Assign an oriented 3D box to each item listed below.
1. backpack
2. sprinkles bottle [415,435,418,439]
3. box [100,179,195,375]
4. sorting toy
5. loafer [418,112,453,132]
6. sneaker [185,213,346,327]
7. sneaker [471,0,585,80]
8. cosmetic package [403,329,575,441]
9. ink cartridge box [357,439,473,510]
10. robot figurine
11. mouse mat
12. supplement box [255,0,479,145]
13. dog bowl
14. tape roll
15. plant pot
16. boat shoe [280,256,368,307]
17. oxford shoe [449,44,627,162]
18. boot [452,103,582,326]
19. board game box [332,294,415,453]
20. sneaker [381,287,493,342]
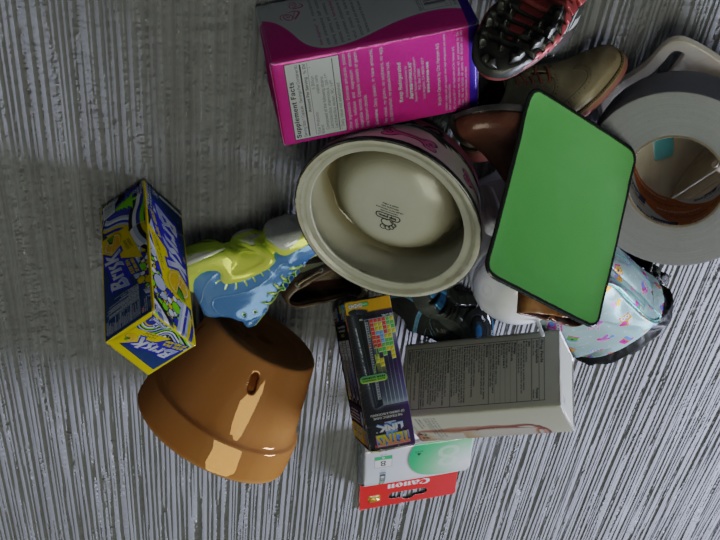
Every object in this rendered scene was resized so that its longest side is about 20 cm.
[{"bbox_3d":[0.283,0.027,1.363,0.166,0.127,0.200,-34,130,22],"label":"backpack"},{"bbox_3d":[0.152,0.171,1.507,0.198,0.069,0.069,-17,136,0],"label":"sprinkles bottle"},{"bbox_3d":[-0.222,0.003,1.140,0.064,0.201,0.070,-30,133,16],"label":"box"},{"bbox_3d":[0.362,-0.171,1.219,0.179,0.107,0.200,35,129,-24],"label":"sorting toy"},{"bbox_3d":[0.035,-0.124,1.195,0.072,0.073,0.201,27,131,-1],"label":"loafer"},{"bbox_3d":[-0.102,0.001,1.247,0.198,0.076,0.106,-12,111,10],"label":"sneaker"},{"bbox_3d":[0.164,-0.232,1.055,0.070,0.201,0.098,31,146,10],"label":"sneaker"},{"bbox_3d":[0.157,0.144,1.355,0.198,0.104,0.087,-6,149,22],"label":"cosmetic package"},{"bbox_3d":[0.077,0.300,1.627,0.159,0.050,0.201,-8,133,-9],"label":"ink cartridge box"},{"bbox_3d":[0.168,-0.022,1.227,0.112,0.201,0.170,-28,135,14],"label":"robot figurine"},{"bbox_3d":[0.202,-0.061,1.094,0.160,0.202,0.008,25,162,-30],"label":"mouse mat"},{"bbox_3d":[0.007,-0.208,1.071,0.198,0.102,0.104,-11,136,-5],"label":"supplement box"},{"bbox_3d":[0.036,-0.071,1.138,0.198,0.074,0.201,12,133,13],"label":"dog bowl"},{"bbox_3d":[0.340,-0.108,1.183,0.198,0.066,0.202,11,123,17],"label":"tape roll"},{"bbox_3d":[-0.144,0.135,1.313,0.199,0.200,0.141,22,109,-32],"label":"plant pot"},{"bbox_3d":[0.001,0.004,1.295,0.200,0.075,0.075,-13,136,-3],"label":"boat shoe"},{"bbox_3d":[0.184,-0.187,1.164,0.199,0.071,0.075,-30,132,13],"label":"oxford shoe"},{"bbox_3d":[0.159,-0.053,1.105,0.068,0.202,0.188,-9,160,41],"label":"boot"},{"bbox_3d":[0.013,0.117,1.282,0.056,0.167,0.200,-11,178,-6],"label":"board game box"},{"bbox_3d":[0.104,0.057,1.396,0.081,0.074,0.200,-8,147,33],"label":"sneaker"}]
